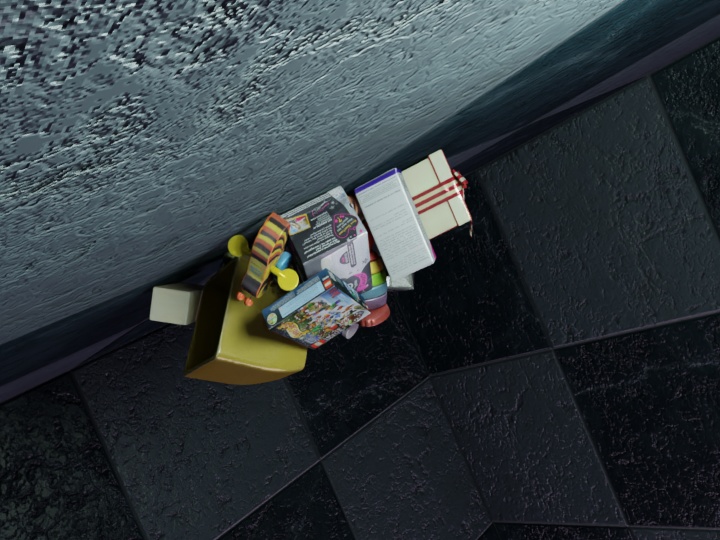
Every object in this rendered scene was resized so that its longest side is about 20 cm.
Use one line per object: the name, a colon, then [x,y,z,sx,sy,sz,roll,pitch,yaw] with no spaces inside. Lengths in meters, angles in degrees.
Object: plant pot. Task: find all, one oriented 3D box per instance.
plant pot: [-0.206,0.122,1.285,0.196,0.201,0.193,22,152,-26]

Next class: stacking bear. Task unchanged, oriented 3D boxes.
stacking bear: [0.000,0.000,1.396,0.119,0.207,0.112,3,-164,40]

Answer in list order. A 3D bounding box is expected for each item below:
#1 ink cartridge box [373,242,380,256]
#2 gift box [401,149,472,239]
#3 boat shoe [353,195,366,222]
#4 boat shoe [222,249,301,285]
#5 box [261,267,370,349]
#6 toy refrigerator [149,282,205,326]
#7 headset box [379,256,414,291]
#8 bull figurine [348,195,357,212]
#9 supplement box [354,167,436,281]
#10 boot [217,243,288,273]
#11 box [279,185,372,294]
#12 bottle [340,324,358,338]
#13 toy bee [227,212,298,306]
ink cartridge box: [-0.031,-0.073,1.725,0.084,0.153,0.198,13,155,-38]
gift box: [0.162,-0.148,1.492,0.183,0.205,0.185,-26,-174,8]
boat shoe: [-0.001,-0.137,1.533,0.070,0.066,0.200,-25,-178,20]
boat shoe: [-0.179,-0.005,1.312,0.196,0.065,0.073,22,153,-21]
box: [-0.073,0.074,1.173,0.135,0.038,0.200,-34,156,8]
toy refrigerator: [-0.364,0.069,1.355,0.073,0.073,0.200,8,-179,-1]
headset box: [0.032,0.011,1.572,0.143,0.078,0.200,2,176,-12]
bull figurine: [-0.084,-0.078,1.365,0.198,0.124,0.065,-34,134,27]
supplement box: [0.075,-0.094,1.362,0.101,0.205,0.101,-24,-179,11]
boot: [-0.210,-0.029,1.352,0.089,0.074,0.199,2,147,-47]
box: [-0.056,-0.029,1.194,0.129,0.117,0.202,-25,153,-10]
bottle: [-0.091,0.081,1.500,0.083,0.197,0.067,-28,144,-50]
toy bee: [-0.161,0.005,1.105,0.128,0.203,0.110,18,-127,24]
